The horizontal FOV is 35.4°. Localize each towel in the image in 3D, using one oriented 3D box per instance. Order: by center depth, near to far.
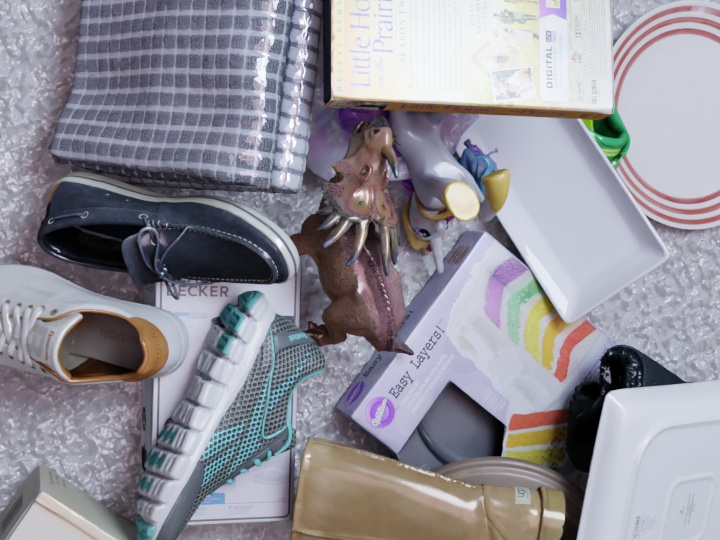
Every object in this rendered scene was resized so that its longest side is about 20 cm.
[{"bbox_3d":[-0.125,-0.141,0.792,0.085,0.198,0.167,3,93,-57],"label":"towel"}]

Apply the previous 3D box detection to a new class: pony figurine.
[{"bbox_3d":[0.040,-0.101,0.861,0.165,0.200,0.194,-23,84,-12],"label":"pony figurine"}]

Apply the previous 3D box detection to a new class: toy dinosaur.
[{"bbox_3d":[0.000,0.000,0.809,0.086,0.135,0.201,-39,115,-30],"label":"toy dinosaur"}]

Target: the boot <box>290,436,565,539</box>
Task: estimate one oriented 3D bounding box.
[{"bbox_3d":[0.044,0.223,0.868,0.198,0.066,0.177,9,104,1],"label":"boot"}]

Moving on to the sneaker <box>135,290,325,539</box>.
[{"bbox_3d":[-0.091,0.120,0.814,0.091,0.078,0.201,30,85,-20],"label":"sneaker"}]

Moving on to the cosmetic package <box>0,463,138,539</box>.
[{"bbox_3d":[-0.176,0.235,0.839,0.199,0.103,0.073,37,82,-16],"label":"cosmetic package"}]

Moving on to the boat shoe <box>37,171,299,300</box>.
[{"bbox_3d":[-0.138,-0.017,0.790,0.198,0.075,0.063,13,52,16],"label":"boat shoe"}]

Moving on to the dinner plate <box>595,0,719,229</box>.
[{"bbox_3d":[0.294,-0.138,1.005,0.198,0.024,0.202,-1,92,-16],"label":"dinner plate"}]

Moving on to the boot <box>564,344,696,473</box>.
[{"bbox_3d":[0.225,0.170,0.936,0.167,0.076,0.202,18,95,-38],"label":"boot"}]

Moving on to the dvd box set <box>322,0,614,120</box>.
[{"bbox_3d":[0.073,-0.178,0.755,0.198,0.029,0.148,0,85,-14],"label":"dvd box set"}]

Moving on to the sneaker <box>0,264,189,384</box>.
[{"bbox_3d":[-0.227,0.038,0.797,0.198,0.085,0.074,7,94,8],"label":"sneaker"}]

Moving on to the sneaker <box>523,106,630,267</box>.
[{"bbox_3d":[0.177,-0.088,0.939,0.073,0.083,0.202,-2,93,-24],"label":"sneaker"}]

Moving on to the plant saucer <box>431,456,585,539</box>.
[{"bbox_3d":[0.108,0.245,0.917,0.198,0.030,0.202,1,112,3],"label":"plant saucer"}]

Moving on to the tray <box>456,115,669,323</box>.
[{"bbox_3d":[0.157,-0.068,0.912,0.022,0.107,0.201,-17,73,-54],"label":"tray"}]

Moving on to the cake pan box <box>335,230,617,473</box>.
[{"bbox_3d":[0.104,0.099,0.945,0.184,0.052,0.201,40,82,-12],"label":"cake pan box"}]

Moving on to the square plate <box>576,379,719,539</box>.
[{"bbox_3d":[0.248,0.187,0.891,0.197,0.028,0.202,-1,104,-38],"label":"square plate"}]

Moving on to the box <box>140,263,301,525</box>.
[{"bbox_3d":[-0.110,0.090,0.874,0.115,0.060,0.202,3,91,-17],"label":"box"}]
